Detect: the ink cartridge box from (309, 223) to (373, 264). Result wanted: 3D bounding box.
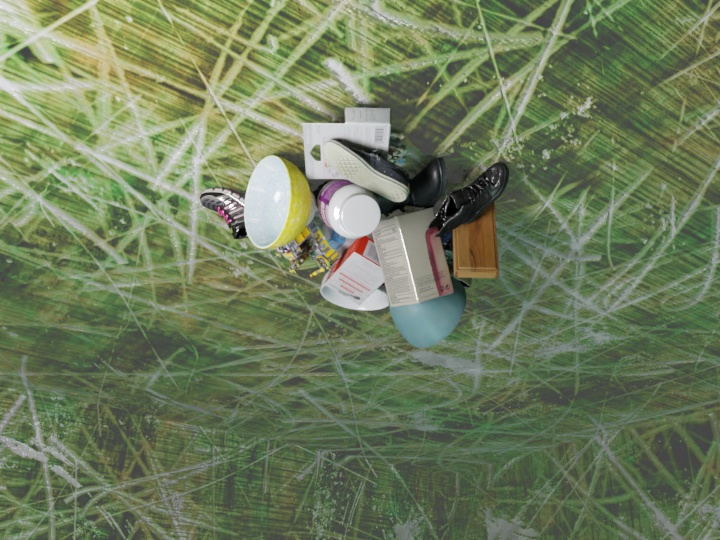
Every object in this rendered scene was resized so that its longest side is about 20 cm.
[{"bbox_3d":[-0.015,-0.059,1.900,0.198,0.069,0.115,18,149,-28],"label":"ink cartridge box"}]

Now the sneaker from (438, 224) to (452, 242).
[{"bbox_3d":[0.170,-0.091,1.794,0.199,0.078,0.070,-39,174,16],"label":"sneaker"}]

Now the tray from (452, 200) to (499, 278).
[{"bbox_3d":[0.260,-0.081,1.705,0.097,0.203,0.037,1,154,1],"label":"tray"}]

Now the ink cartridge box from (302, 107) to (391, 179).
[{"bbox_3d":[-0.028,-0.254,1.522,0.171,0.044,0.201,2,154,-1],"label":"ink cartridge box"}]

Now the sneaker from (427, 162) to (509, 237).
[{"bbox_3d":[0.236,-0.155,1.631,0.103,0.060,0.201,-2,137,-47],"label":"sneaker"}]

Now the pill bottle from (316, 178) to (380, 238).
[{"bbox_3d":[-0.023,-0.128,1.572,0.111,0.114,0.200,10,-171,-16],"label":"pill bottle"}]

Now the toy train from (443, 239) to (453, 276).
[{"bbox_3d":[0.194,-0.043,1.916,0.112,0.086,0.201,5,153,14],"label":"toy train"}]

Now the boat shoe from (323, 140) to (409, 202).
[{"bbox_3d":[0.015,-0.209,1.500,0.198,0.063,0.075,27,151,-17],"label":"boat shoe"}]

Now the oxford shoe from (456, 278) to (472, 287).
[{"bbox_3d":[0.205,0.017,2.026,0.197,0.075,0.071,-4,153,11],"label":"oxford shoe"}]

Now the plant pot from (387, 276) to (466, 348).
[{"bbox_3d":[0.145,0.071,1.863,0.199,0.202,0.134,-24,130,39],"label":"plant pot"}]

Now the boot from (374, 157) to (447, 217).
[{"bbox_3d":[0.094,-0.177,1.637,0.160,0.074,0.199,-7,164,-10],"label":"boot"}]

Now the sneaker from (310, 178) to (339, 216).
[{"bbox_3d":[-0.111,-0.151,1.732,0.197,0.075,0.079,-9,156,20],"label":"sneaker"}]

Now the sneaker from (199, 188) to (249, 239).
[{"bbox_3d":[-0.292,-0.122,1.736,0.198,0.088,0.074,24,157,3],"label":"sneaker"}]

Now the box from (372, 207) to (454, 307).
[{"bbox_3d":[0.117,-0.028,1.707,0.108,0.203,0.127,-14,-179,-29],"label":"box"}]

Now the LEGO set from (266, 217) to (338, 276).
[{"bbox_3d":[-0.161,-0.042,1.791,0.199,0.116,0.155,12,138,47],"label":"LEGO set"}]

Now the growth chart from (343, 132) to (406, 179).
[{"bbox_3d":[0.031,-0.243,1.610,0.142,0.018,0.201,3,153,-5],"label":"growth chart"}]

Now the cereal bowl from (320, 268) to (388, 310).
[{"bbox_3d":[-0.008,0.035,2.048,0.197,0.084,0.201,7,158,3],"label":"cereal bowl"}]

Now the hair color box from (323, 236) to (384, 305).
[{"bbox_3d":[0.000,0.000,1.839,0.110,0.064,0.200,30,146,-11],"label":"hair color box"}]

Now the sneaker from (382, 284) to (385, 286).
[{"bbox_3d":[0.077,0.002,1.947,0.108,0.067,0.202,-39,169,-20],"label":"sneaker"}]

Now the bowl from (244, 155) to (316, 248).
[{"bbox_3d":[-0.162,-0.143,1.632,0.107,0.203,0.199,5,155,-37],"label":"bowl"}]
